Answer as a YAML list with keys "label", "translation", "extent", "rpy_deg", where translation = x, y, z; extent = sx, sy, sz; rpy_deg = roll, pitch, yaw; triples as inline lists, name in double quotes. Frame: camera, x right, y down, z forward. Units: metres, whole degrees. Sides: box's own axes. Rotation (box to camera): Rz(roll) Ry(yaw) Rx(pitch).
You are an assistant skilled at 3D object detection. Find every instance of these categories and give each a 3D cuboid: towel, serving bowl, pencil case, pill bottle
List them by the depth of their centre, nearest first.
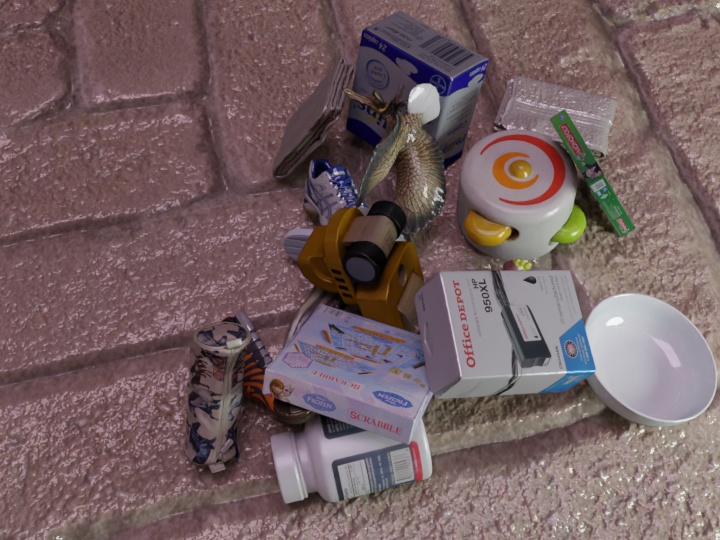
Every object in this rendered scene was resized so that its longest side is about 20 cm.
- label: "pill bottle"
  translation: [-0.014, 0.240, 1.155]
  extent: [0.198, 0.120, 0.120]
  rpy_deg: [-12, 58, -5]
- label: "pencil case"
  translation: [-0.193, 0.166, 1.168]
  extent: [0.077, 0.202, 0.089]
  rpy_deg: [-9, 28, -39]
- label: "serving bowl"
  translation: [0.394, 0.133, 1.222]
  extent: [0.198, 0.066, 0.202]
  rpy_deg: [8, 56, -11]
- label: "towel"
  translation: [-0.077, -0.248, 1.425]
  extent: [0.034, 0.200, 0.133]
  rpy_deg: [29, 52, -20]
- label: "towel"
  translation: [0.340, -0.270, 1.509]
  extent: [0.198, 0.035, 0.133]
  rpy_deg: [15, 60, 12]

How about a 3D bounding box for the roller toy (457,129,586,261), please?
- label: "roller toy"
  translation: [0.241, -0.121, 1.357]
  extent: [0.198, 0.140, 0.184]
  rpy_deg: [-13, 58, -5]

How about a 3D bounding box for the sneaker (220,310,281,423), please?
- label: "sneaker"
  translation: [-0.175, 0.159, 1.249]
  extent: [0.111, 0.078, 0.200]
  rpy_deg: [-29, 51, -9]

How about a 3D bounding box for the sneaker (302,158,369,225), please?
- label: "sneaker"
  translation: [-0.037, -0.116, 1.352]
  extent: [0.075, 0.089, 0.200]
  rpy_deg: [-10, 27, -30]

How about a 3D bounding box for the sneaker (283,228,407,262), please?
- label: "sneaker"
  translation: [-0.021, -0.037, 1.369]
  extent: [0.198, 0.074, 0.071]
  rpy_deg: [10, 37, 7]

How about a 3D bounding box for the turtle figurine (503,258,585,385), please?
- label: "turtle figurine"
  translation: [0.232, 0.075, 1.221]
  extent: [0.199, 0.064, 0.162]
  rpy_deg: [22, 61, -8]

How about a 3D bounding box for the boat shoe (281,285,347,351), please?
- label: "boat shoe"
  translation: [-0.055, 0.073, 1.289]
  extent: [0.073, 0.075, 0.201]
  rpy_deg: [25, 70, 7]

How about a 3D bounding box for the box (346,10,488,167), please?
- label: "box"
  translation: [0.087, -0.287, 1.424]
  extent: [0.183, 0.201, 0.105]
  rpy_deg: [35, 49, 22]

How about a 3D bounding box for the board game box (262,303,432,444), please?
- label: "board game box"
  translation: [0.001, 0.129, 1.141]
  extent: [0.198, 0.041, 0.200]
  rpy_deg: [17, 27, 13]

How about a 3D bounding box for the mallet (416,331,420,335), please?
- label: "mallet"
  translation: [0.075, 0.122, 1.276]
  extent: [0.199, 0.041, 0.066]
  rpy_deg: [-29, 60, -19]

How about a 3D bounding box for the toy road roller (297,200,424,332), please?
- label: "toy road roller"
  translation: [0.000, 0.000, 1.257]
  extent: [0.145, 0.201, 0.123]
  rpy_deg: [0, 42, 28]

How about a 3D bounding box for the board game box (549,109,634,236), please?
- label: "board game box"
  translation: [0.361, -0.147, 1.339]
  extent: [0.029, 0.200, 0.135]
  rpy_deg: [-32, 57, 16]

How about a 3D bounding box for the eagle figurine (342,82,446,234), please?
- label: "eagle figurine"
  translation: [0.055, -0.174, 1.313]
  extent: [0.150, 0.151, 0.201]
  rpy_deg: [-5, 56, -6]

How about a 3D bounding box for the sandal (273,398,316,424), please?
- label: "sandal"
  translation: [-0.066, 0.167, 1.176]
  extent: [0.081, 0.055, 0.200]
  rpy_deg: [-4, 17, 10]

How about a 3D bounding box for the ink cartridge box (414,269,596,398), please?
- label: "ink cartridge box"
  translation: [0.183, 0.080, 1.112]
  extent: [0.198, 0.084, 0.146]
  rpy_deg: [-1, 66, -22]
